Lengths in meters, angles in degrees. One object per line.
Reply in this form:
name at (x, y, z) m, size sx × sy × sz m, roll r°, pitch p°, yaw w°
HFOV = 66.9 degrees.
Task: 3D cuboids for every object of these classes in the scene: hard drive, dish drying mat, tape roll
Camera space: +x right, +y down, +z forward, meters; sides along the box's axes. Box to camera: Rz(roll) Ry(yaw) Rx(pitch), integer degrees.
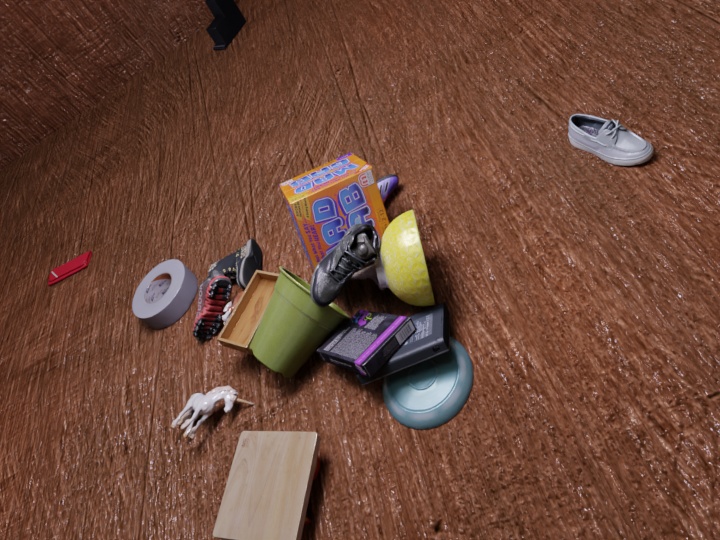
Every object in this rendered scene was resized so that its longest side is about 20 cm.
hard drive at (0.087, 0.147, 1.107) m, size 0.195 × 0.033 × 0.141 m, roll -26°, pitch 21°, yaw 21°
dish drying mat at (-1.099, -0.010, 2.057) m, size 0.195 × 0.018 × 0.079 m, roll -24°, pitch 46°, yaw 16°
tape roll at (-0.583, 0.069, 1.628) m, size 0.194 × 0.067 × 0.205 m, roll -17°, pitch 49°, yaw 20°

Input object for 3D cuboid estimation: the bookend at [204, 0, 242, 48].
bookend at (-0.665, -1.188, 2.557) m, size 0.090 × 0.200 × 0.204 m, roll 11°, pitch 63°, yaw 35°

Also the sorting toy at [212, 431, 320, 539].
sorting toy at (-0.170, 0.432, 1.076) m, size 0.193 × 0.070 × 0.205 m, roll -8°, pitch 52°, yaw 27°

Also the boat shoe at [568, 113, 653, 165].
boat shoe at (0.531, -0.288, 1.175) m, size 0.070 × 0.072 × 0.200 m, roll -45°, pitch 45°, yaw -8°

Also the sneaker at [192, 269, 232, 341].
sneaker at (-0.401, 0.088, 1.453) m, size 0.098 × 0.069 × 0.205 m, roll 49°, pitch 121°, yaw 49°

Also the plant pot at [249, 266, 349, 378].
plant pot at (-0.154, 0.128, 1.235) m, size 0.198 × 0.199 × 0.193 m, roll 33°, pitch 88°, yaw 44°

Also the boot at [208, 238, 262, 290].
boot at (-0.351, 0.010, 1.510) m, size 0.150 × 0.074 × 0.206 m, roll -27°, pitch 32°, yaw 14°

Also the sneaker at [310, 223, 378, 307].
sneaker at (-0.031, -0.016, 1.116) m, size 0.201 × 0.076 × 0.114 m, roll -52°, pitch 12°, yaw -12°

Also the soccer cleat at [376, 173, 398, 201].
soccer cleat at (0.029, -0.170, 1.425) m, size 0.197 × 0.068 × 0.074 m, roll -37°, pitch 64°, yaw 1°

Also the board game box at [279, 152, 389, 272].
board game box at (-0.055, -0.126, 1.269) m, size 0.195 × 0.205 × 0.200 m, roll -24°, pitch 25°, yaw -7°

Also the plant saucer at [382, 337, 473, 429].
plant saucer at (0.127, 0.211, 1.085) m, size 0.194 × 0.028 × 0.205 m, roll -18°, pitch 48°, yaw 21°

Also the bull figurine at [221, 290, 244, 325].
bull figurine at (-0.275, 0.120, 1.383) m, size 0.121 × 0.066 × 0.198 m, roll -41°, pitch 41°, yaw -18°

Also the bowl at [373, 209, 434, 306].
bowl at (0.084, -0.016, 1.150) m, size 0.104 × 0.203 × 0.205 m, roll -13°, pitch 48°, yaw 6°

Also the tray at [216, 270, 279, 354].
tray at (-0.257, 0.098, 1.324) m, size 0.096 × 0.037 × 0.204 m, roll 8°, pitch 57°, yaw 31°

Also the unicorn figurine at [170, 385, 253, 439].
unicorn figurine at (-0.367, 0.326, 1.279) m, size 0.196 × 0.075 × 0.139 m, roll 5°, pitch 49°, yaw 42°

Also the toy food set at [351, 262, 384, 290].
toy food set at (0.000, 0.000, 1.292) m, size 0.195 × 0.062 × 0.144 m, roll -3°, pitch 31°, yaw 36°

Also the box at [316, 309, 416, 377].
box at (0.008, 0.145, 1.134) m, size 0.142 × 0.037 × 0.198 m, roll -41°, pitch 22°, yaw -24°
